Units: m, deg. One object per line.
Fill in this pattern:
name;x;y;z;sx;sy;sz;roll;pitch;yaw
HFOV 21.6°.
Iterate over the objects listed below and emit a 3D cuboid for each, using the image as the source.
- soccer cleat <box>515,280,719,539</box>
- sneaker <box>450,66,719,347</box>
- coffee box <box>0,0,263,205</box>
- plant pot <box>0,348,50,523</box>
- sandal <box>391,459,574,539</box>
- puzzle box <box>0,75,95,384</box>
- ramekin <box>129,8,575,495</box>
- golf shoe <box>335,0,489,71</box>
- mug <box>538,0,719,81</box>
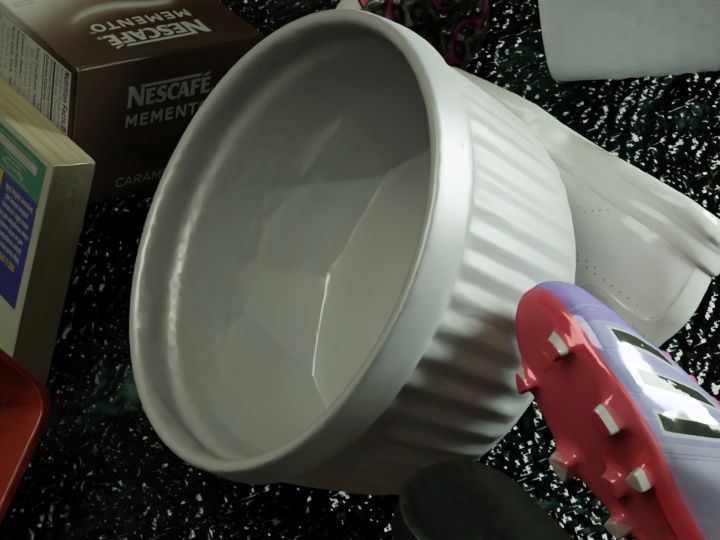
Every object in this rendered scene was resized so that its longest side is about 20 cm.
soccer cleat;0.135;0.081;0.723;0.076;0.067;0.201;-32;77;-25
sneaker;0.075;-0.027;0.870;0.200;0.075;0.089;36;97;43
coffee box;-0.153;-0.123;0.992;0.114;0.080;0.200;-17;41;-36
plant pot;-0.288;0.087;0.806;0.175;0.200;0.201;-1;57;39
sandal;0.089;0.134;0.683;0.075;0.048;0.200;-25;55;-41
puzzle box;-0.207;-0.041;0.962;0.025;0.134;0.200;-7;35;-41
ramekin;0.000;0.000;0.807;0.199;0.105;0.202;-25;55;41
golf shoe;0.028;-0.150;0.978;0.092;0.073;0.200;18;53;39
mug;0.176;-0.178;0.901;0.173;0.149;0.200;-3;23;11
